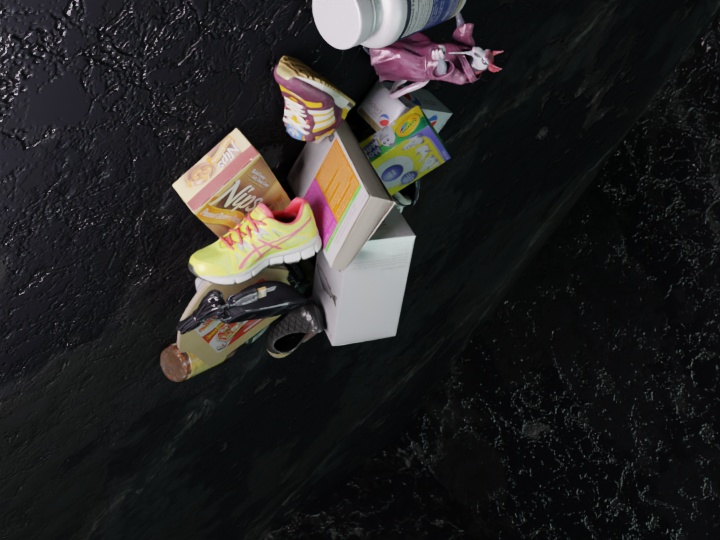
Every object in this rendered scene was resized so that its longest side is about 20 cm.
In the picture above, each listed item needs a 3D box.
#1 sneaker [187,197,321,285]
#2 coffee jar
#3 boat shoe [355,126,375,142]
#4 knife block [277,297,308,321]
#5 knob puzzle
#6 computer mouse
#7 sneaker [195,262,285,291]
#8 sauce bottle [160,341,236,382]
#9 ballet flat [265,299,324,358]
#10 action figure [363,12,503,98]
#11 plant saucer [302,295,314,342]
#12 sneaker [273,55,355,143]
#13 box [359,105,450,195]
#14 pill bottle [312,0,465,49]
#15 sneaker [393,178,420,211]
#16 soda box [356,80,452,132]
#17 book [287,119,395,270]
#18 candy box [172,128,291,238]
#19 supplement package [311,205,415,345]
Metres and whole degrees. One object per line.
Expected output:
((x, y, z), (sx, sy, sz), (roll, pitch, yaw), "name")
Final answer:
((-0.148, -0.048, 1.237), (0.197, 0.078, 0.092), (-22, 128, -26), "sneaker")
((-0.146, 0.026, 1.521), (0.199, 0.105, 0.086), (-38, 171, -26), "coffee jar")
((0.020, -0.191, 1.493), (0.198, 0.075, 0.069), (-16, 150, -39), "boat shoe")
((-0.107, 0.012, 1.654), (0.176, 0.064, 0.200), (-47, 163, 2), "knife block")
((-0.192, 0.049, 1.323), (0.217, 0.031, 0.221), (-30, 153, -17), "knob puzzle")
((-0.151, 0.035, 1.241), (0.197, 0.047, 0.140), (-10, 167, -34), "computer mouse")
((-0.183, -0.013, 1.370), (0.200, 0.088, 0.074), (-43, 150, 11), "sneaker")
((-0.259, 0.133, 1.567), (0.199, 0.066, 0.066), (-26, 155, -54), "sauce bottle")
((-0.113, 0.109, 1.482), (0.065, 0.058, 0.200), (-9, 160, -26), "ballet flat")
((0.105, -0.285, 1.250), (0.135, 0.197, 0.151), (-55, 147, -34), "action figure")
((-0.059, 0.062, 1.605), (0.200, 0.051, 0.201), (-40, 177, -2), "plant saucer")
((-0.072, -0.217, 1.200), (0.091, 0.075, 0.199), (-54, 161, 10), "sneaker")
((0.033, -0.163, 1.401), (0.198, 0.049, 0.117), (-30, 152, 13), "box")
((0.037, -0.342, 1.111), (0.199, 0.111, 0.112), (-32, 159, -37), "pill bottle")
((0.053, -0.131, 1.603), (0.200, 0.079, 0.130), (-55, -173, 25), "sneaker")
((0.075, -0.257, 1.465), (0.064, 0.068, 0.199), (-51, 163, 22), "soda box")
((-0.038, -0.118, 1.302), (0.047, 0.202, 0.134), (9, 129, -37), "book")
((-0.171, -0.104, 1.246), (0.115, 0.055, 0.200), (-42, 162, -4), "candy box")
((0.000, 0.000, 1.420), (0.115, 0.118, 0.203), (-8, 129, -22), "supplement package")
